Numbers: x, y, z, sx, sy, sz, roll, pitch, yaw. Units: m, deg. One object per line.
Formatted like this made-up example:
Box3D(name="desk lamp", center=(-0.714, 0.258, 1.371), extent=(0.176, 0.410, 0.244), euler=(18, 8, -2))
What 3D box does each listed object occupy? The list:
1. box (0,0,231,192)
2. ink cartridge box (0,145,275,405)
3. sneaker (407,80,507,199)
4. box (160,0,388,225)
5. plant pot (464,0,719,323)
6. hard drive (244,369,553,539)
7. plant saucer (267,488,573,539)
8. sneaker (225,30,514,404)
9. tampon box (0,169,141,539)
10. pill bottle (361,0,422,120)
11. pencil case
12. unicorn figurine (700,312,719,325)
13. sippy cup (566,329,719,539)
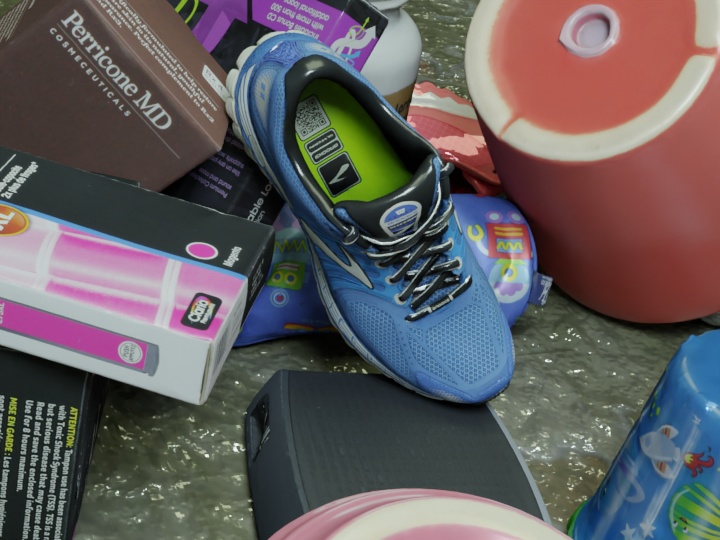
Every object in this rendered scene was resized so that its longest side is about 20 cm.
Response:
Box3D(name="box", center=(-0.167, -0.056, 0.764), extent=(0.100, 0.200, 0.075), euler=(48, 22, -23))
Box3D(name="ink cartridge box", center=(-0.140, -0.011, 0.629), extent=(0.199, 0.037, 0.095), euler=(15, 31, 4))
Box3D(name="sneaker", center=(0.094, -0.065, 1.037), extent=(0.199, 0.074, 0.087), euler=(5, 45, -6))
Box3D(name="box", center=(-0.087, -0.066, 0.812), extent=(0.143, 0.201, 0.036), euler=(30, 1, 44))
Box3D(name="plant pot", center=(0.153, -0.092, 0.886), extent=(0.200, 0.201, 0.177), euler=(36, -2, 33))
Box3D(name="hard drive", center=(0.023, 0.114, 0.722), extent=(0.134, 0.043, 0.200), euler=(4, 32, -16))
Box3D(name="plant saucer", center=(0.038, 0.161, 0.591), extent=(0.199, 0.051, 0.201), euler=(9, 48, -11))
Box3D(name="sneaker", center=(0.010, -0.017, 0.727), extent=(0.078, 0.200, 0.089), euler=(-37, 17, -7))
Box3D(name="tampon box", center=(-0.208, 0.030, 0.689), extent=(0.199, 0.127, 0.150), euler=(11, 31, -5))
Box3D(name="pill bottle", center=(-0.026, -0.109, 0.915), extent=(0.114, 0.201, 0.115), euler=(9, 31, -6))
Box3D(name="pencil case", center=(0.000, 0.000, 0.869), extent=(0.199, 0.087, 0.078), euler=(1, -9, -21))
Box3D(name="unicorn figurine", center=(0.259, 0.017, 0.945), extent=(0.199, 0.074, 0.137), euler=(14, 52, 37))
Box3D(name="sippy cup", center=(0.170, 0.102, 0.713), extent=(0.139, 0.131, 0.178), euler=(-11, 38, -33))
